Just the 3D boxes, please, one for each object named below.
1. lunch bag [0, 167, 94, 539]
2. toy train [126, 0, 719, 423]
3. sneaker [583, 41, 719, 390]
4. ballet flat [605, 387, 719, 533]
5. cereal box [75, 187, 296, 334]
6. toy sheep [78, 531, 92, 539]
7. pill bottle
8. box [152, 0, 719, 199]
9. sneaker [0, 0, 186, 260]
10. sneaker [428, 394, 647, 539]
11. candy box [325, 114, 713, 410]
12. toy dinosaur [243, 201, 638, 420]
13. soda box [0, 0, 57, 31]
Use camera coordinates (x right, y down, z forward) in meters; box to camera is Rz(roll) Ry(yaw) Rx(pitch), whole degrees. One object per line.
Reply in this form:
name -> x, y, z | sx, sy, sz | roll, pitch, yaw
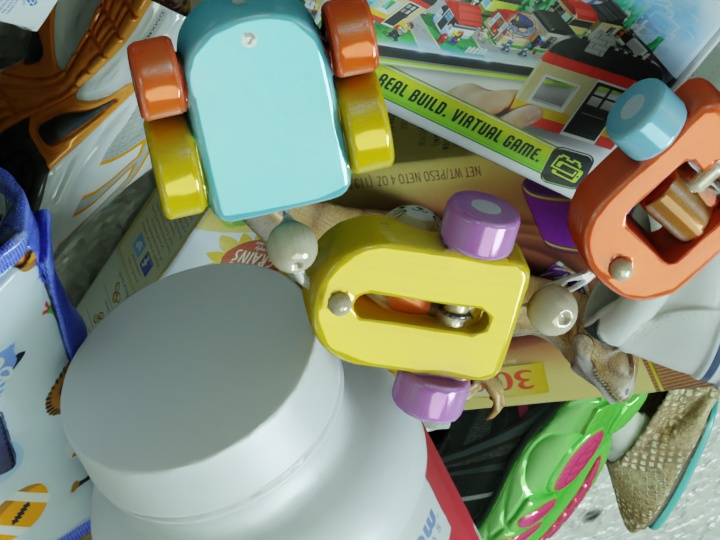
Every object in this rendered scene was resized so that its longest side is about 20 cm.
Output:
lunch bag -> -0.185, 0.030, 0.930 | 0.199, 0.124, 0.170 | 1, 146, 6
toy train -> 0.027, -0.043, 0.854 | 0.200, 0.056, 0.150 | 35, 106, -25
sneaker -> 0.116, -0.052, 0.918 | 0.070, 0.073, 0.201 | 10, 115, -4
ballet flat -> 0.131, 0.032, 1.233 | 0.065, 0.071, 0.200 | 17, 129, -8
cereal box -> -0.042, 0.029, 1.132 | 0.143, 0.040, 0.200 | 9, 132, -37
toy sheep -> -0.072, 0.108, 1.079 | 0.199, 0.138, 0.138 | 12, 133, -16
pill bottle -> -0.018, 0.095, 0.945 | 0.112, 0.112, 0.200 | -26, 131, 1
box -> 0.013, -0.104, 0.854 | 0.199, 0.035, 0.110 | 24, 124, -23
sneaker -> -0.080, -0.051, 0.987 | 0.092, 0.076, 0.200 | 2, 138, -41
sneaker -> 0.077, 0.029, 1.165 | 0.077, 0.084, 0.200 | -15, 144, -56
candy box -> 0.095, -0.016, 1.024 | 0.199, 0.057, 0.117 | -5, 129, 12
toy dinosaur -> 0.000, 0.000, 0.987 | 0.199, 0.061, 0.106 | 24, 117, -24
soda box -> -0.071, -0.160, 0.761 | 0.063, 0.068, 0.200 | 13, 129, -38
